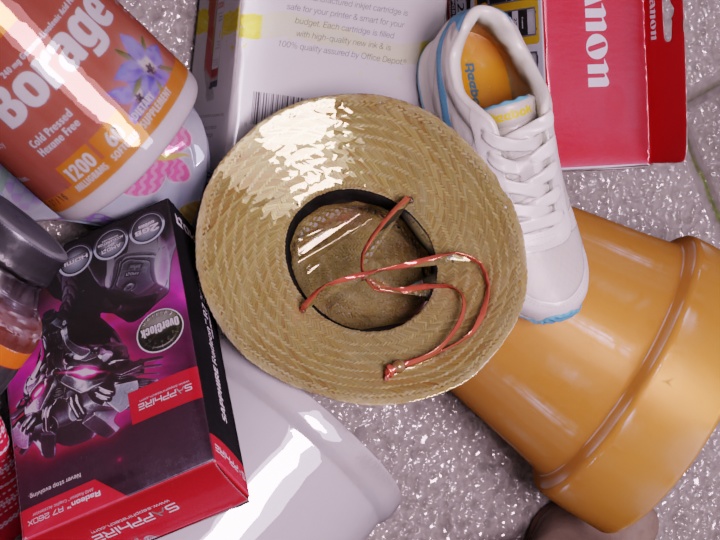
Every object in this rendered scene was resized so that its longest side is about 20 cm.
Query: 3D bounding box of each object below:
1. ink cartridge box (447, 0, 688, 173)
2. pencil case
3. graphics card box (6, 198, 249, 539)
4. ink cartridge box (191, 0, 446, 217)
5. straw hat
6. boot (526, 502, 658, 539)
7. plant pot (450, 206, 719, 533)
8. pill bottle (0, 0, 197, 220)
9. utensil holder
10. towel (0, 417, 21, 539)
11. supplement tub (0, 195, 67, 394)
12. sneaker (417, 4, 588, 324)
[{"bbox_3d":[0.131,-0.164,1.395,0.084,0.175,0.201,-4,93,-25],"label":"ink cartridge box"},{"bbox_3d":[-0.192,-0.065,1.297,0.199,0.083,0.091,1,117,-26],"label":"pencil case"},{"bbox_3d":[-0.142,0.065,1.248,0.125,0.200,0.051,-23,139,13],"label":"graphics card box"},{"bbox_3d":[-0.028,-0.134,1.371,0.145,0.083,0.201,7,89,-25],"label":"ink cartridge box"},{"bbox_3d":[0.000,0.000,1.297,0.200,0.085,0.202,0,74,0],"label":"straw hat"},{"bbox_3d":[0.150,0.202,1.429,0.200,0.146,0.070,-18,97,-24],"label":"boot"},{"bbox_3d":[0.134,0.041,1.406,0.183,0.200,0.201,30,78,-7],"label":"plant pot"},{"bbox_3d":[-0.195,-0.131,1.184,0.200,0.112,0.112,43,74,-20],"label":"pill bottle"},{"bbox_3d":[-0.101,0.163,1.298,0.170,0.170,0.200,45,74,-19],"label":"utensil holder"},{"bbox_3d":[-0.252,0.149,1.225,0.145,0.200,0.022,-42,72,-17],"label":"towel"},{"bbox_3d":[-0.256,0.048,1.227,0.107,0.107,0.200,36,95,-22],"label":"supplement tub"},{"bbox_3d":[0.088,-0.064,1.309,0.076,0.081,0.201,-17,79,-16],"label":"sneaker"}]
